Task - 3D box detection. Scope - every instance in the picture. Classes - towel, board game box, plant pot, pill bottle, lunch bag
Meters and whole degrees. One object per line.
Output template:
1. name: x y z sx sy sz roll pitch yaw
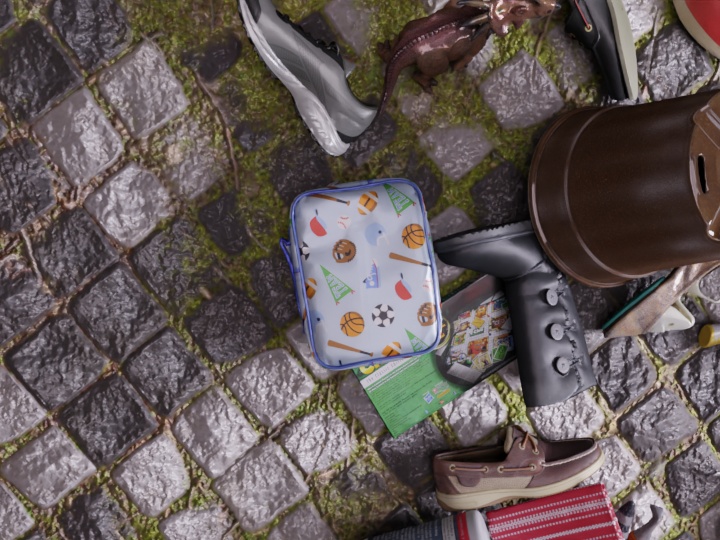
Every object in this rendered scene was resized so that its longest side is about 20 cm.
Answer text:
1. towel: 0.232 0.348 0.863 0.143 0.022 0.202 -21 76 18
2. board game box: 0.093 0.092 0.892 0.199 0.023 0.106 -31 101 -4
3. plant pot: 0.306 -0.085 0.784 0.198 0.198 0.203 1 87 -25
4. pill bottle: 0.051 0.345 0.860 0.197 0.120 0.121 -17 98 7
5. lunch bag: 0.000 0.000 0.837 0.158 0.076 0.203 -9 90 0

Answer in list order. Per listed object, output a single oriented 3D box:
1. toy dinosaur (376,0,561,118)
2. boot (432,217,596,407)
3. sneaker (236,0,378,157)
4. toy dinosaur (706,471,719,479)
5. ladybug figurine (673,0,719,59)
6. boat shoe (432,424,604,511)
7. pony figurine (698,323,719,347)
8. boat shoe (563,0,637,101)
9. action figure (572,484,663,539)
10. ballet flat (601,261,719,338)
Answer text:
1. toy dinosaur: 0.086 -0.239 0.797 0.199 0.136 0.086 -35 99 -2
2. boot: 0.168 0.050 0.853 0.163 0.065 0.203 -11 94 -23
3. sneaker: -0.056 -0.218 0.809 0.079 0.074 0.201 -33 106 11
4. toy dinosaur: 0.482 0.281 0.955 0.182 0.105 0.200 -51 137 -12
5. ladybug figurine: 0.435 -0.298 0.867 0.198 0.072 0.137 23 93 -9
6. boat shoe: 0.177 0.212 0.894 0.197 0.072 0.073 -12 99 1
7. pony figurine: 0.514 0.038 0.891 0.197 0.168 0.195 4 128 -11
8. boat shoe: 0.254 -0.277 0.855 0.062 0.074 0.203 -13 111 30
9. action figure: 0.241 0.339 0.901 0.198 0.105 0.196 20 84 -10
10. ballet flat: 0.358 0.022 0.872 0.067 0.068 0.200 47 109 16
